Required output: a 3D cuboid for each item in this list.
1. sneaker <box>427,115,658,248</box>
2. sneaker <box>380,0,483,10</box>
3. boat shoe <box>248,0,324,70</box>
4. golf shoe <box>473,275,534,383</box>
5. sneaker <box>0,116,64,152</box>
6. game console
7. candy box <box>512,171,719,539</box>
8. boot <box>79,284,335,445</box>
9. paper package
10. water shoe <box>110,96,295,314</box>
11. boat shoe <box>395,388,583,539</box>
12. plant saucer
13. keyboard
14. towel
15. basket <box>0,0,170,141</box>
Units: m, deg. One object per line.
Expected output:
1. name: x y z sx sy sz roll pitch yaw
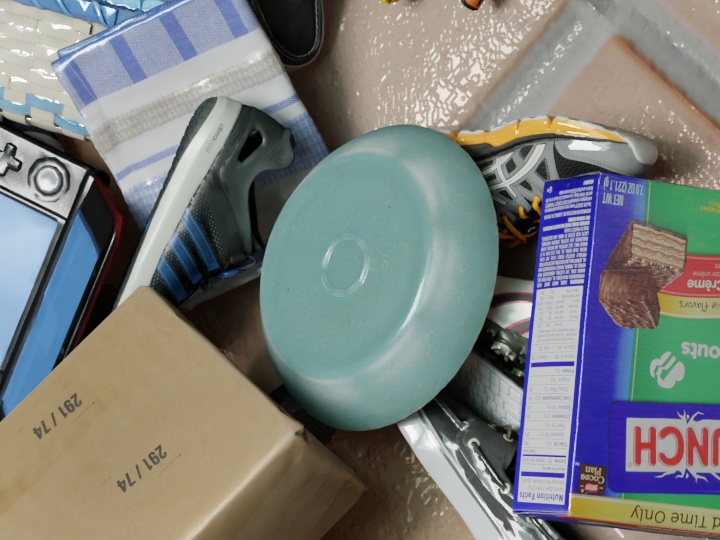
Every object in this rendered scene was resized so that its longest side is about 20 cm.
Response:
1. sneaker: 0.102 -0.053 1.610 0.200 0.078 0.077 -8 77 40
2. sneaker: 0.008 -0.226 1.696 0.200 0.070 0.090 15 88 31
3. boat shoe: -0.059 -0.223 1.683 0.066 0.070 0.201 29 135 59
4. golf shoe: 0.128 0.033 1.587 0.200 0.077 0.088 29 81 26
5. sneaker: -0.293 -0.032 1.833 0.200 0.081 0.146 -48 57 8
6. game console: -0.252 0.015 1.728 0.172 0.119 0.200 26 101 10
7. candy box: 0.186 0.054 1.481 0.077 0.169 0.201 173 104 -68
8. boot: -0.120 0.080 1.727 0.165 0.066 0.200 -50 56 12
9. paper package: -0.135 0.139 1.591 0.200 0.103 0.191 -46 51 -4
10. water shoe: -0.105 -0.014 1.666 0.079 0.072 0.200 22 111 -7
11. boat shoe: 0.085 0.130 1.594 0.057 0.069 0.200 -38 70 11
12. plant saucer: 0.000 0.000 1.605 0.200 0.036 0.201 -15 67 40
13. keyboard: 0.037 0.040 1.643 0.011 0.056 0.200 -38 58 -21
14. towel: -0.103 -0.083 1.691 0.147 0.024 0.200 -22 107 16
15. basket: -0.186 -0.194 1.751 0.176 0.139 0.201 19 105 10
